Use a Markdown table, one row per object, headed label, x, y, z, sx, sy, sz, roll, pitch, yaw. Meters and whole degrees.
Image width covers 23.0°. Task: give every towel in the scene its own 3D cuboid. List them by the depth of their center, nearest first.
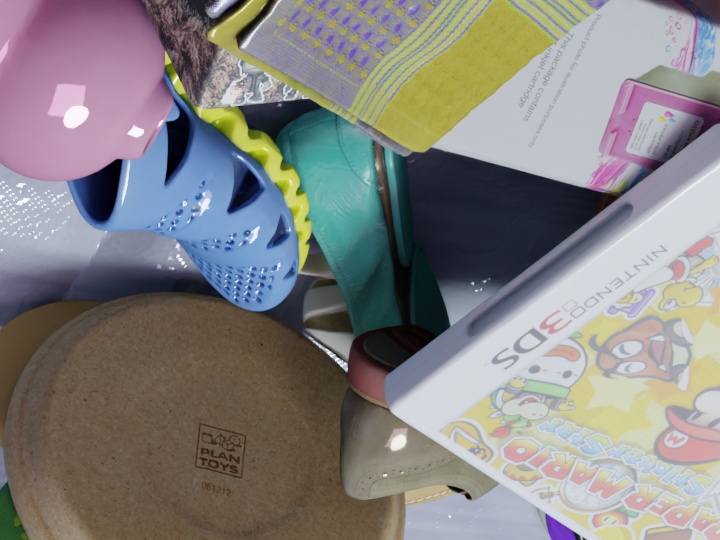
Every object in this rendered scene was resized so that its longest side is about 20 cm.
| label | x | y | z | sx | sy | sz | roll | pitch | yaw |
| --- | --- | --- | --- | --- | --- | --- | --- | --- | --- |
| towel | 0.058 | -0.112 | 0.556 | 0.199 | 0.023 | 0.143 | -35 | 151 | 14 |

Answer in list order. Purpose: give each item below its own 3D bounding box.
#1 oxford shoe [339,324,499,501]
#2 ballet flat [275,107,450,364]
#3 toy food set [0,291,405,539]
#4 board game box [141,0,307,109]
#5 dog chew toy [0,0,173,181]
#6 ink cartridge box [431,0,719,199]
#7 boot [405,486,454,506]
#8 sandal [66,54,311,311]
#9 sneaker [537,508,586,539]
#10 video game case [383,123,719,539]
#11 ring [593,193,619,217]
| label | x | y | z | sx | sy | sz | roll | pitch | yaw |
| --- | --- | --- | --- | --- | --- | --- | --- | --- | --- |
| oxford shoe | 0.061 | 0.067 | 0.840 | 0.199 | 0.070 | 0.076 | 1 | 111 | -42 |
| ballet flat | 0.000 | 0.000 | 0.845 | 0.070 | 0.068 | 0.201 | -2 | 134 | 14 |
| toy food set | -0.072 | 0.095 | 0.802 | 0.198 | 0.199 | 0.049 | 4 | 141 | -26 |
| board game box | -0.013 | -0.180 | 0.572 | 0.096 | 0.160 | 0.201 | -10 | 148 | -32 |
| dog chew toy | -0.156 | -0.102 | 0.618 | 0.199 | 0.125 | 0.125 | 32 | 117 | -4 |
| ink cartridge box | 0.093 | -0.099 | 0.729 | 0.198 | 0.145 | 0.085 | 14 | 118 | -29 |
| boot | -0.014 | 0.140 | 0.884 | 0.198 | 0.156 | 0.073 | -3 | 130 | -17 |
| sandal | -0.091 | -0.048 | 0.736 | 0.079 | 0.088 | 0.201 | 1 | 139 | 39 |
| sneaker | 0.137 | 0.135 | 0.972 | 0.069 | 0.100 | 0.201 | -21 | 132 | 1 |
| video game case | 0.140 | 0.047 | 0.753 | 0.182 | 0.023 | 0.199 | -38 | 128 | 23 |
| ring | 0.209 | -0.032 | 0.915 | 0.198 | 0.019 | 0.202 | -10 | 132 | -11 |
